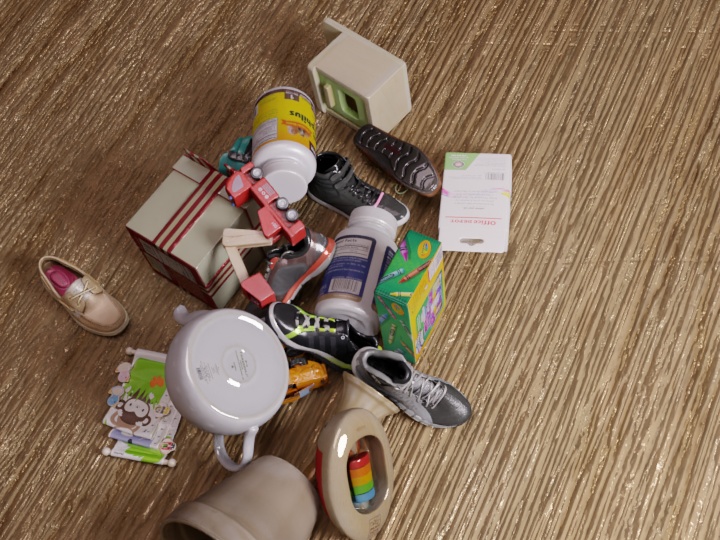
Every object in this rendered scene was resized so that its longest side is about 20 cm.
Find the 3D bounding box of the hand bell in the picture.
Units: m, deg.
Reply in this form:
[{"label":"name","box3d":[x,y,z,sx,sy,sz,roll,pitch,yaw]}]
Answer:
[{"label":"hand bell","box3d":[-0.039,0.263,1.511,0.104,0.104,0.200,31,79,23]}]

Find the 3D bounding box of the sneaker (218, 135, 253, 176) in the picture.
[{"label":"sneaker","box3d":[-0.190,-0.165,1.767,0.120,0.084,0.201,3,51,-8]}]

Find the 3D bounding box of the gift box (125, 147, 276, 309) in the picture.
[{"label":"gift box","box3d":[-0.268,-0.080,1.681,0.199,0.185,0.187,32,70,17]}]

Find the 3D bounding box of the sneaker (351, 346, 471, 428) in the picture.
[{"label":"sneaker","box3d":[0.080,0.175,1.489,0.199,0.116,0.075,26,78,-1]}]

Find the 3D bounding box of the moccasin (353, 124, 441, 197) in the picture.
[{"label":"moccasin","box3d":[0.068,-0.183,1.754,0.201,0.078,0.074,31,80,37]}]

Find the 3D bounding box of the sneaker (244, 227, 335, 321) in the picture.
[{"label":"sneaker","box3d":[-0.132,0.000,1.634,0.200,0.082,0.077,-44,29,15]}]

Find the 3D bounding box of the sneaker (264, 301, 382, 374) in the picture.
[{"label":"sneaker","box3d":[-0.052,0.090,1.553,0.083,0.199,0.072,-41,33,34]}]

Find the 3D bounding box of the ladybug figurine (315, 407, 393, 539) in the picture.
[{"label":"ladybug figurine","box3d":[-0.014,0.293,1.442,0.072,0.201,0.135,2,12,41]}]

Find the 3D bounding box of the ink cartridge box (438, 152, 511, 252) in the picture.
[{"label":"ink cartridge box","box3d":[0.193,-0.099,1.693,0.116,0.067,0.201,3,59,10]}]

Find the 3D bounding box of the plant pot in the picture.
[{"label":"plant pot","box3d":[-0.150,0.362,1.411,0.199,0.201,0.174,27,50,22]}]

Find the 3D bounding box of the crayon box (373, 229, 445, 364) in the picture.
[{"label":"crayon box","box3d":[0.079,0.044,1.545,0.058,0.200,0.119,22,64,18]}]

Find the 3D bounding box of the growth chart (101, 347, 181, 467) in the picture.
[{"label":"growth chart","box3d":[-0.343,0.216,1.611,0.144,0.018,0.201,2,59,10]}]

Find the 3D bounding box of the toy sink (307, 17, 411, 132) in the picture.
[{"label":"toy sink","box3d":[-0.020,-0.347,1.838,0.200,0.131,0.112,36,70,24]}]

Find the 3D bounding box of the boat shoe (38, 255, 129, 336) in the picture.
[{"label":"boat shoe","box3d":[-0.478,0.041,1.705,0.199,0.069,0.074,30,67,23]}]

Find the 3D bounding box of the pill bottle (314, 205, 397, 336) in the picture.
[{"label":"pill bottle","box3d":[0.000,0.000,1.636,0.110,0.111,0.201,8,61,13]}]

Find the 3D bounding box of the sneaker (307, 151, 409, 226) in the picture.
[{"label":"sneaker","box3d":[-0.010,-0.139,1.729,0.199,0.099,0.071,23,63,19]}]

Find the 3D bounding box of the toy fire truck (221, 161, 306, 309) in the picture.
[{"label":"toy fire truck","box3d":[-0.163,-0.056,1.558,0.141,0.049,0.200,-38,76,-11]}]

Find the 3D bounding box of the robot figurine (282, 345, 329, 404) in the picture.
[{"label":"robot figurine","box3d":[-0.155,0.161,1.593,0.199,0.058,0.146,-15,58,-2]}]

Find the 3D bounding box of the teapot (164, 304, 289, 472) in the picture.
[{"label":"teapot","box3d":[-0.210,0.163,1.489,0.197,0.146,0.201,35,52,-17]}]

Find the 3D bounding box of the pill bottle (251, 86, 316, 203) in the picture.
[{"label":"pill bottle","box3d":[-0.129,-0.211,1.703,0.109,0.110,0.201,-7,50,4]}]
